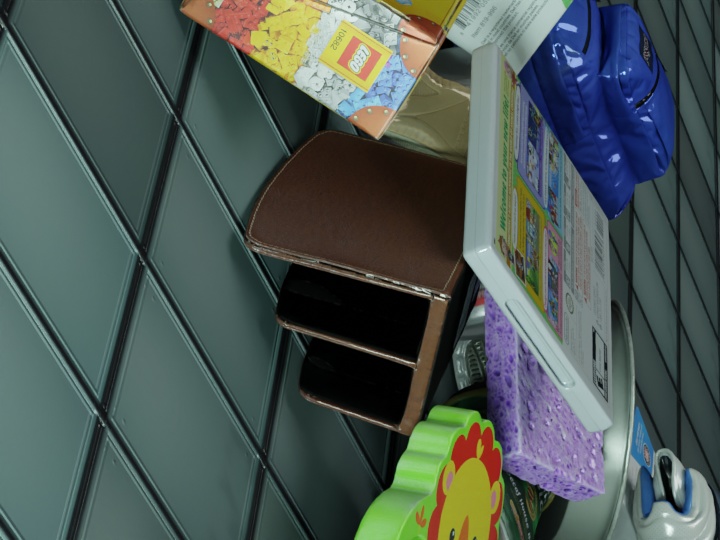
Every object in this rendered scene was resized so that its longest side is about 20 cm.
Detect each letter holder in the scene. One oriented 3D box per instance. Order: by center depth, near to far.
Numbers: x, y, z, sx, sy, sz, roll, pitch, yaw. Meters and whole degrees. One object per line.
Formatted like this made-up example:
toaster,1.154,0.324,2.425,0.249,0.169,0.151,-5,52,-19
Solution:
letter holder,0.000,0.000,1.533,0.200,0.141,0.101,-60,165,-63

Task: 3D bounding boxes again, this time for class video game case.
video game case,0.119,-0.023,1.574,0.182,0.022,0.201,53,28,-36

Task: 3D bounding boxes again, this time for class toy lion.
toy lion,0.039,0.178,1.447,0.200,0.068,0.193,17,82,-68

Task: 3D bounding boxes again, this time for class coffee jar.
coffee jar,0.084,0.151,1.660,0.200,0.085,0.105,-55,129,-66

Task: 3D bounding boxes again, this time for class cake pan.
cake pan,0.162,0.119,1.782,0.200,0.036,0.202,-173,-90,-82

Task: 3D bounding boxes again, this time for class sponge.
sponge,0.127,0.050,1.642,0.111,0.030,0.201,29,53,-47

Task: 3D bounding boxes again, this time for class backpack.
backpack,0.164,-0.158,1.991,0.200,0.167,0.163,58,19,-34

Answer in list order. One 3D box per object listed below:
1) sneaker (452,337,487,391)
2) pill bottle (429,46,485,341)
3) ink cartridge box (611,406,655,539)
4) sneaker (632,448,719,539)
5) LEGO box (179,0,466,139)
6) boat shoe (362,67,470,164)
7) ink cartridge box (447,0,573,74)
sneaker,0.101,0.015,1.847,0.099,0.077,0.202,19,68,-76
pill bottle,0.078,-0.056,1.746,0.114,0.113,0.201,11,67,-70
ink cartridge box,0.217,0.239,1.987,0.147,0.085,0.201,-70,141,-58
sneaker,0.275,0.199,1.922,0.200,0.080,0.147,-46,125,-59
LEGO box,-0.011,-0.185,1.518,0.148,0.077,0.200,33,26,-2
boat shoe,0.021,-0.117,1.636,0.199,0.065,0.072,29,67,-20
ink cartridge box,0.070,-0.255,1.682,0.199,0.147,0.083,34,27,-8
